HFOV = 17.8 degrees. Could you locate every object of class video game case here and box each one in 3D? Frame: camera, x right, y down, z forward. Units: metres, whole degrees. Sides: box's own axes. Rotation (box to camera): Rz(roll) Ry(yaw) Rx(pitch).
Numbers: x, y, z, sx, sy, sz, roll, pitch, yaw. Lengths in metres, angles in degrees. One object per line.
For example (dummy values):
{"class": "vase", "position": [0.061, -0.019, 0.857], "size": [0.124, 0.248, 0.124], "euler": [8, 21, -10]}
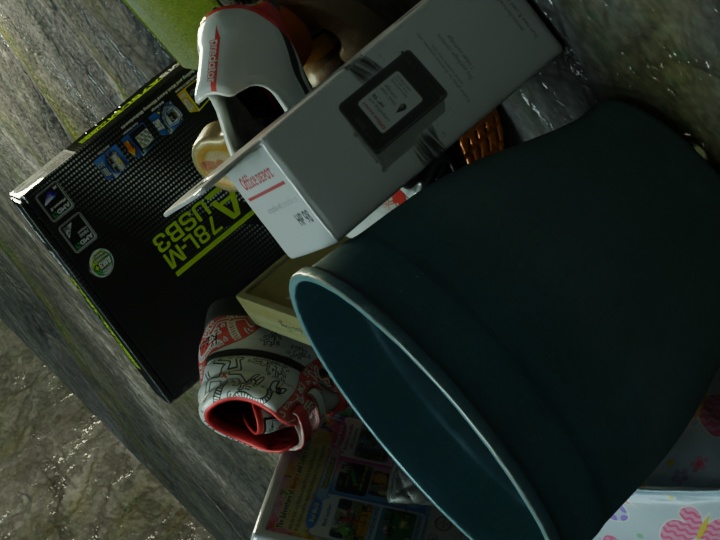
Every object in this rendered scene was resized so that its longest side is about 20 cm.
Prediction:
{"class": "video game case", "position": [0.030, 0.155, 1.631], "size": [0.180, 0.200, 0.024], "euler": [12, 122, 5]}

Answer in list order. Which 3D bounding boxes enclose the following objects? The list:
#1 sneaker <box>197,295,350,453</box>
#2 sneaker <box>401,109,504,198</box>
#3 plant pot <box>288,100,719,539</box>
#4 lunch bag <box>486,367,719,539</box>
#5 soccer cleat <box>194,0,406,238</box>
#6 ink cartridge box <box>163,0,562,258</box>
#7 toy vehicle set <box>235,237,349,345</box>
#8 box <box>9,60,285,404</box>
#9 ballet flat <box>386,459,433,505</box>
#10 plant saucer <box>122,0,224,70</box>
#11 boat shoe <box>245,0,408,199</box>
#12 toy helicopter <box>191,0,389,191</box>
{"class": "sneaker", "position": [-0.019, 0.085, 1.647], "size": [0.199, 0.109, 0.068], "euler": [9, 138, -4]}
{"class": "sneaker", "position": [0.052, -0.056, 1.360], "size": [0.201, 0.076, 0.092], "euler": [57, 169, -23]}
{"class": "plant pot", "position": [0.098, 0.022, 1.162], "size": [0.200, 0.188, 0.200], "euler": [47, 167, 15]}
{"class": "lunch bag", "position": [0.197, 0.130, 1.265], "size": [0.199, 0.128, 0.170], "euler": [-1, 137, 36]}
{"class": "soccer cleat", "position": [-0.036, -0.068, 1.316], "size": [0.068, 0.086, 0.200], "euler": [-11, 136, 26]}
{"class": "ink cartridge box", "position": [-0.001, -0.071, 1.208], "size": [0.067, 0.200, 0.116], "euler": [51, 167, -5]}
{"class": "toy vehicle set", "position": [0.000, 0.000, 1.556], "size": [0.027, 0.124, 0.200], "euler": [55, 166, -18]}
{"class": "box", "position": [-0.124, -0.039, 1.693], "size": [0.194, 0.200, 0.047], "euler": [55, 167, -17]}
{"class": "ballet flat", "position": [0.105, 0.172, 1.564], "size": [0.199, 0.057, 0.066], "euler": [30, 175, -13]}
{"class": "plant saucer", "position": [-0.165, -0.222, 1.548], "size": [0.200, 0.048, 0.200], "euler": [48, 180, 27]}
{"class": "boat shoe", "position": [-0.016, -0.099, 1.481], "size": [0.202, 0.060, 0.072], "euler": [45, 166, 20]}
{"class": "toy helicopter", "position": [-0.038, -0.100, 1.410], "size": [0.132, 0.079, 0.200], "euler": [36, 141, -11]}
